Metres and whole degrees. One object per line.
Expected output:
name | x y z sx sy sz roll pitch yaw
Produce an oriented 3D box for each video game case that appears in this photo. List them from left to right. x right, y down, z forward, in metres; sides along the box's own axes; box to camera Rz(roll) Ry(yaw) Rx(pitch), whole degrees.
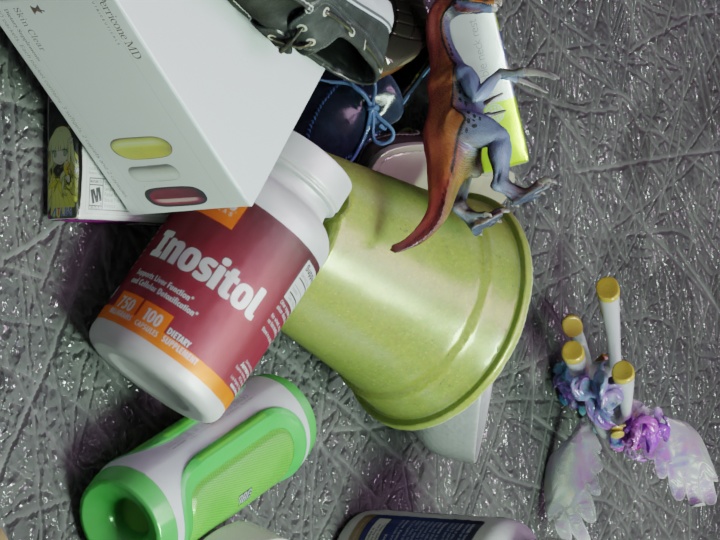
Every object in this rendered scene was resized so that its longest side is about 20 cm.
video game case | -0.150 -0.123 1.588 0.199 0.036 0.183 1 89 -56

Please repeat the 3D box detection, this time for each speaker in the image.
speaker | -0.115 0.145 1.595 0.200 0.088 0.089 -32 116 -51

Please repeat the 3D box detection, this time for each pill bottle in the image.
pill bottle | -0.095 -0.002 1.556 0.201 0.113 0.113 -57 136 -14
pill bottle | 0.083 0.255 1.784 0.111 0.199 0.112 2 88 -55

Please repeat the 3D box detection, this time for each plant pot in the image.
plant pot | 0.000 0.000 1.699 0.184 0.199 0.202 27 67 -40

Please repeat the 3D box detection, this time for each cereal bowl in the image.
cereal bowl | 0.073 0.057 1.848 0.200 0.083 0.202 9 90 -83

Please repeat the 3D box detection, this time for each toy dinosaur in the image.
toy dinosaur | 0.080 -0.129 1.655 0.199 0.105 0.182 -16 75 -45

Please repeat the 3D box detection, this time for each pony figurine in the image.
pony figurine | 0.241 0.137 2.073 0.201 0.165 0.194 70 11 -48

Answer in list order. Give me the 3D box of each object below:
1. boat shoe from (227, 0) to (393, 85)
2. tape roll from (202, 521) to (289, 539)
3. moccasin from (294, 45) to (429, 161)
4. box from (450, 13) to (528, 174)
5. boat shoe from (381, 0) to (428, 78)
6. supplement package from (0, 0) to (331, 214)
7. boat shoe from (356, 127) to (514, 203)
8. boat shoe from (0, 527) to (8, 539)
boat shoe | -0.035 -0.171 1.475 0.200 0.068 0.057 15 75 -58
tape roll | -0.106 0.280 1.589 0.203 0.037 0.204 -45 147 -40
moccasin | 0.003 -0.150 1.788 0.200 0.068 0.081 -58 134 -39
box | 0.093 -0.196 1.836 0.122 0.047 0.201 -98 174 -69
boat shoe | 0.009 -0.200 1.746 0.075 0.074 0.200 34 29 -13
supplement package | -0.132 -0.163 1.488 0.201 0.110 0.156 57 44 -36
boat shoe | 0.056 -0.089 1.875 0.199 0.060 0.072 5 126 -53
boat shoe | -0.228 0.257 1.434 0.069 0.073 0.201 -34 117 -44
